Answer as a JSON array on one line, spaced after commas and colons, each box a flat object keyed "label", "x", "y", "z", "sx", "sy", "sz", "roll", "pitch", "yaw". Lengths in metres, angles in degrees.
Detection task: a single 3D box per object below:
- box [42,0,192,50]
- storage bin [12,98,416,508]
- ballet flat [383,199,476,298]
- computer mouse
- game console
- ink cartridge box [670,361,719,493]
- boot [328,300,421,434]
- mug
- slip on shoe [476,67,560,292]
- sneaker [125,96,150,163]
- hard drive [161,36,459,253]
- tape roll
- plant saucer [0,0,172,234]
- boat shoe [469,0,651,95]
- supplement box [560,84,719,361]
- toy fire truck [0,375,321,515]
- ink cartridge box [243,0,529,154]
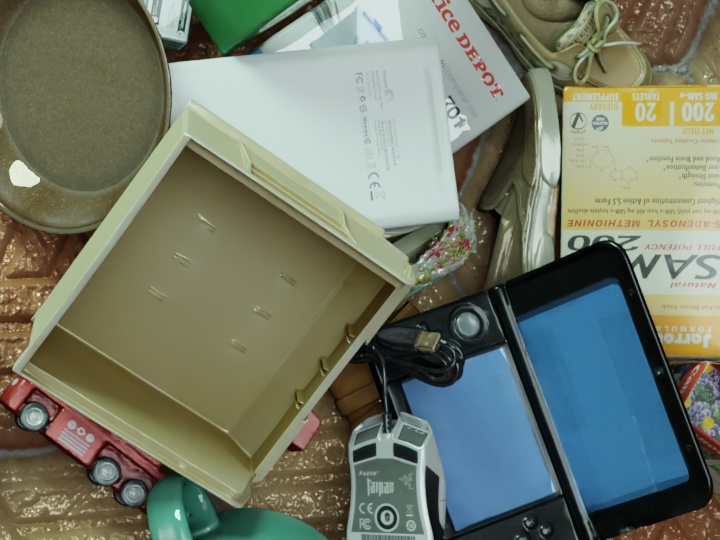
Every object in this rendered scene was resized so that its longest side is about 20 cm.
[{"label": "box", "x": -0.166, "y": -0.272, "z": 1.612, "sx": 0.109, "sy": 0.035, "sz": 0.202, "roll": 11, "pitch": 84, "yaw": -13}, {"label": "storage bin", "x": -0.094, "y": 0.026, "z": 1.483, "sx": 0.198, "sy": 0.094, "sz": 0.200, "roll": 34, "pitch": 105, "yaw": -16}, {"label": "ballet flat", "x": 0.000, "y": 0.000, "z": 1.614, "sx": 0.200, "sy": 0.064, "sz": 0.076, "roll": -35, "pitch": 51, "yaw": -20}, {"label": "computer mouse", "x": 0.025, "y": 0.138, "z": 1.548, "sx": 0.109, "sy": 0.044, "sz": 0.202, "roll": 0, "pitch": 91, "yaw": 28}, {"label": "game console", "x": 0.123, "y": 0.104, "z": 1.557, "sx": 0.175, "sy": 0.116, "sz": 0.201, "roll": -18, "pitch": 84, "yaw": -21}, {"label": "ink cartridge box", "x": 0.271, "y": 0.117, "z": 1.611, "sx": 0.109, "sy": 0.200, "sz": 0.051, "roll": 35, "pitch": 78, "yaw": -9}, {"label": "boot", "x": 0.018, "y": 0.134, "z": 1.615, "sx": 0.200, "sy": 0.074, "sz": 0.155, "roll": -43, "pitch": 97, "yaw": -24}, {"label": "mug", "x": -0.094, "y": 0.250, "z": 1.525, "sx": 0.184, "sy": 0.114, "sz": 0.153, "roll": 29, "pitch": 111, "yaw": -2}, {"label": "slip on shoe", "x": 0.118, "y": -0.053, "z": 1.655, "sx": 0.060, "sy": 0.076, "sz": 0.202, "roll": 1, "pitch": 90, "yaw": 2}, {"label": "sneaker", "x": -0.123, "y": -0.054, "z": 1.598, "sx": 0.086, "sy": 0.080, "sz": 0.201, "roll": -24, "pitch": 97, "yaw": -30}, {"label": "hard drive", "x": -0.035, "y": -0.089, "z": 1.552, "sx": 0.198, "sy": 0.026, "sz": 0.133, "roll": -7, "pitch": 89, "yaw": -11}, {"label": "tape roll", "x": -0.028, "y": -0.227, "z": 1.559, "sx": 0.200, "sy": 0.200, "sz": 0.048, "roll": -36, "pitch": 95, "yaw": -14}, {"label": "plant saucer", "x": -0.205, "y": -0.127, "z": 1.543, "sx": 0.037, "sy": 0.199, "sz": 0.202, "roll": -16, "pitch": 90, "yaw": -59}, {"label": "boat shoe", "x": 0.142, "y": -0.193, "z": 1.670, "sx": 0.199, "sy": 0.063, "sz": 0.074, "roll": 33, "pitch": 78, "yaw": -10}, {"label": "supplement box", "x": 0.213, "y": -0.034, "z": 1.631, "sx": 0.125, "sy": 0.074, "sz": 0.202, "roll": 0, "pitch": 85, "yaw": 10}, {"label": "toy fire truck", "x": -0.144, "y": 0.101, "z": 1.585, "sx": 0.200, "sy": 0.049, "sz": 0.141, "roll": 38, "pitch": 78, "yaw": -8}, {"label": "ink cartridge box", "x": 0.000, "y": -0.128, "z": 1.619, "sx": 0.199, "sy": 0.086, "sz": 0.147, "roll": -35, "pitch": 95, "yaw": -11}]
